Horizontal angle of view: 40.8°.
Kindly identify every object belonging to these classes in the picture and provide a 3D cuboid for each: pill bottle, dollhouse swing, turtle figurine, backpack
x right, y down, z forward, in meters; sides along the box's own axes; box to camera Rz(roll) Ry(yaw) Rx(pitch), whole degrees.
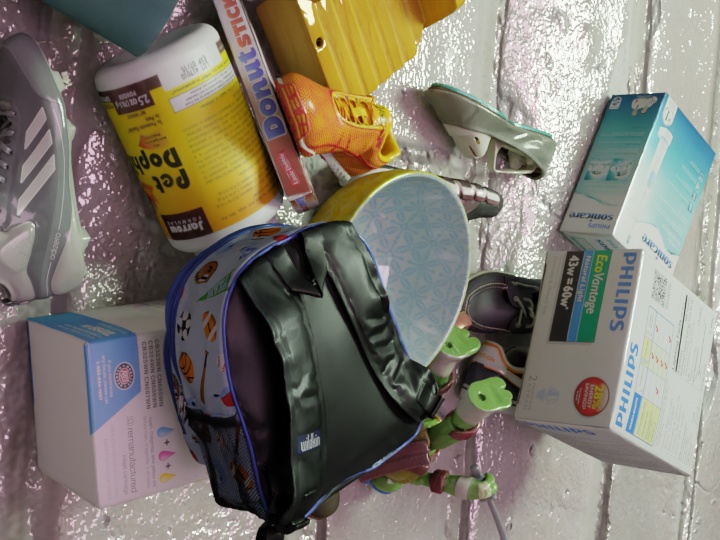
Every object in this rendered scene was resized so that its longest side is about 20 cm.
[{"bbox_3d":[-0.133,-0.093,0.810,0.109,0.109,0.202,-36,116,-31],"label":"pill bottle"},{"bbox_3d":[0.042,-0.241,0.879,0.200,0.175,0.183,-44,130,-28],"label":"dollhouse swing"},{"bbox_3d":[0.098,0.158,0.997,0.198,0.195,0.145,18,40,-10],"label":"turtle figurine"},{"bbox_3d":[-0.053,0.061,0.707,0.199,0.153,0.193,-30,118,-44],"label":"backpack"}]

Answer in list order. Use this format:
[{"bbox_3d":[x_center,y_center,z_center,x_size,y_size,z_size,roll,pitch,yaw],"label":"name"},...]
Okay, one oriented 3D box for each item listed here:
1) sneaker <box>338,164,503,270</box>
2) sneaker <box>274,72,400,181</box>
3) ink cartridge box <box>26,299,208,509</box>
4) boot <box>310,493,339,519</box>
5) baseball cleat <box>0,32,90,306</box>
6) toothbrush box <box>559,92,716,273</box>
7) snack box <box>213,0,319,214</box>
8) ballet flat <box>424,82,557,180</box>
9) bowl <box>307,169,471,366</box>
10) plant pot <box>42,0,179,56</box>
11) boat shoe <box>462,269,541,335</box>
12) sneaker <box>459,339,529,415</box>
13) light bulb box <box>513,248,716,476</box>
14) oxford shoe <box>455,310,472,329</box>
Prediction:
[{"bbox_3d":[0.055,-0.044,1.005,0.198,0.075,0.117,8,95,-30],"label":"sneaker"},{"bbox_3d":[-0.018,-0.131,0.826,0.074,0.076,0.200,70,15,9],"label":"sneaker"},{"bbox_3d":[-0.154,0.095,0.802,0.198,0.124,0.131,-9,100,-38],"label":"ink cartridge box"},{"bbox_3d":[-0.046,0.163,0.918,0.074,0.096,0.202,-34,115,-31],"label":"boot"},{"bbox_3d":[-0.263,-0.072,0.730,0.106,0.069,0.203,-19,106,-37],"label":"baseball cleat"},{"bbox_3d":[0.355,-0.101,1.230,0.146,0.085,0.202,33,73,-38],"label":"toothbrush box"},{"bbox_3d":[-0.083,-0.149,0.826,0.024,0.072,0.202,-21,84,0],"label":"snack box"},{"bbox_3d":[0.143,-0.145,1.063,0.198,0.067,0.065,16,92,-39],"label":"ballet flat"},{"bbox_3d":[0.000,0.000,0.887,0.199,0.107,0.203,-20,119,-43],"label":"bowl"},{"bbox_3d":[-0.197,-0.280,0.691,0.159,0.200,0.203,21,81,-25],"label":"plant pot"},{"bbox_3d":[0.187,0.038,1.119,0.198,0.062,0.074,1,93,-40],"label":"boat shoe"},{"bbox_3d":[0.207,0.136,1.137,0.198,0.078,0.080,19,88,-38],"label":"sneaker"},{"bbox_3d":[0.289,0.103,1.081,0.199,0.124,0.201,30,68,-42],"label":"light bulb box"},{"bbox_3d":[0.021,0.058,0.997,0.198,0.070,0.076,-17,79,-36],"label":"oxford shoe"}]
